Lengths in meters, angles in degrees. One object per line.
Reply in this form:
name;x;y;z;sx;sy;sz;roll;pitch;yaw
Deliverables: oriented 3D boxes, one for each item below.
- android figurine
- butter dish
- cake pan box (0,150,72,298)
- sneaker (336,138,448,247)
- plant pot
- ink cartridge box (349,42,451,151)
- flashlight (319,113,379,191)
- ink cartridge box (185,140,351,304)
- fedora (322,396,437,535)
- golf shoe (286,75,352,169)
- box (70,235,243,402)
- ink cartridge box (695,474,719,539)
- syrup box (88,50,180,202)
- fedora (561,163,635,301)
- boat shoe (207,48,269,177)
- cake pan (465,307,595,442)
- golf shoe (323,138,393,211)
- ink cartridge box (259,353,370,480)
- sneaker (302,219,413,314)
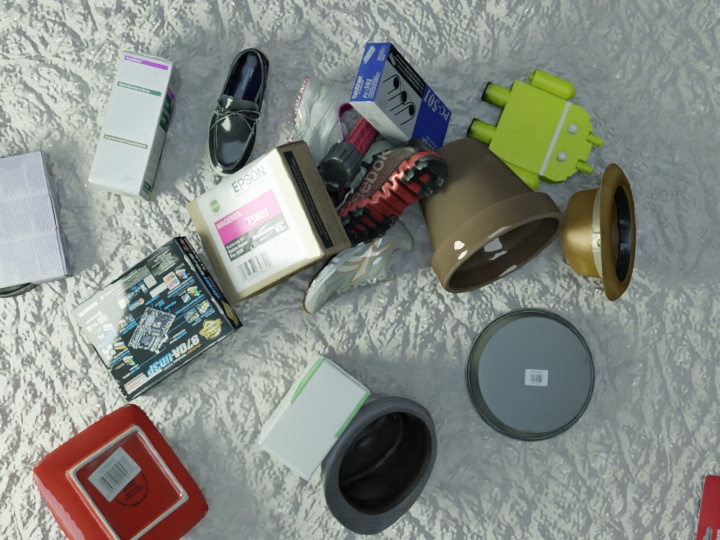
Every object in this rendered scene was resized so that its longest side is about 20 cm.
android figurine;0.268;-0.208;1.537;0.199;0.041;0.183;24;85;0
butter dish;-0.353;0.323;1.420;0.200;0.148;0.200;54;43;1
cake pan box;-0.528;-0.061;1.477;0.183;0.052;0.201;-13;87;-2
sneaker;0.031;-0.114;1.435;0.200;0.098;0.071;-38;131;17
plant pot;0.168;-0.092;1.462;0.200;0.200;0.175;-26;70;-5
ink cartridge box;0.060;-0.233;1.447;0.044;0.200;0.094;6;72;33
flashlight;0.005;-0.202;1.459;0.068;0.068;0.200;56;43;-25
ink cartridge box;-0.133;-0.065;1.434;0.200;0.075;0.165;-27;87;36
fedora;0.014;0.265;1.449;0.177;0.090;0.200;39;80;-29
golf shoe;-0.065;-0.186;1.501;0.091;0.075;0.201;15;86;-5
box;-0.294;0.069;1.457;0.200;0.046;0.159;-34;88;11
ink cartridge box;0.589;0.414;1.488;0.175;0.084;0.201;9;86;-2
syrup box;-0.328;-0.210;1.483;0.081;0.079;0.201;15;85;-2
fedora;0.346;-0.055;1.484;0.081;0.200;0.202;1;85;29
boat shoe;-0.181;-0.237;1.502;0.074;0.062;0.201;15;87;-4
cake pan;0.257;0.156;1.511;0.199;0.037;0.201;0;86;-3
golf shoe;-0.009;-0.122;1.492;0.200;0.088;0.077;-42;87;-6
ink cartridge box;-0.066;0.196;1.410;0.087;0.200;0.146;36;84;-3
sneaker;0.000;0.000;1.492;0.092;0.076;0.200;44;86;-4
